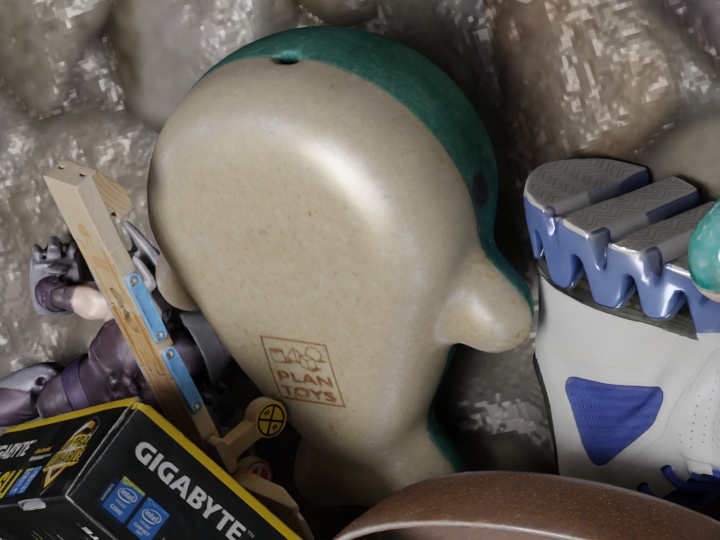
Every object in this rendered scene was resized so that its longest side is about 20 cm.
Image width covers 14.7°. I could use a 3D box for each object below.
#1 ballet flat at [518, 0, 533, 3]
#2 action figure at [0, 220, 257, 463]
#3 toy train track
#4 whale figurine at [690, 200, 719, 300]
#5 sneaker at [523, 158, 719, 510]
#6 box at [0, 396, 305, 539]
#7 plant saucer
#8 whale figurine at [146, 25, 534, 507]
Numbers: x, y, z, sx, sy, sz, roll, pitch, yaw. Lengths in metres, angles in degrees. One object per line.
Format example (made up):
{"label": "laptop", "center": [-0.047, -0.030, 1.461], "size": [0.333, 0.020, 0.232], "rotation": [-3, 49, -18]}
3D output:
{"label": "ballet flat", "center": [0.117, -0.147, 0.959], "size": [0.199, 0.069, 0.070], "rotation": [-24, 94, 31]}
{"label": "action figure", "center": [-0.121, 0.057, 1.122], "size": [0.199, 0.069, 0.131], "rotation": [-26, 86, 15]}
{"label": "toy train track", "center": [-0.059, 0.040, 1.024], "size": [0.114, 0.032, 0.201], "rotation": [19, 141, 51]}
{"label": "whale figurine", "center": [0.171, -0.026, 0.873], "size": [0.158, 0.201, 0.104], "rotation": [-11, 132, 27]}
{"label": "sneaker", "center": [0.131, 0.050, 0.985], "size": [0.199, 0.080, 0.116], "rotation": [34, 130, 39]}
{"label": "box", "center": [-0.047, 0.132, 1.028], "size": [0.200, 0.049, 0.160], "rotation": [42, 161, -13]}
{"label": "plant saucer", "center": [0.082, 0.120, 1.002], "size": [0.199, 0.200, 0.035], "rotation": [2, 62, 25]}
{"label": "whale figurine", "center": [0.000, 0.000, 1.042], "size": [0.158, 0.104, 0.201], "rotation": [5, 127, 30]}
